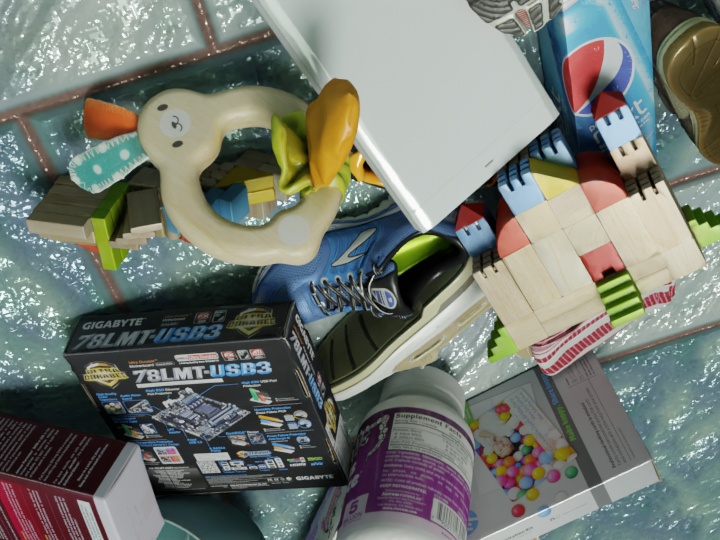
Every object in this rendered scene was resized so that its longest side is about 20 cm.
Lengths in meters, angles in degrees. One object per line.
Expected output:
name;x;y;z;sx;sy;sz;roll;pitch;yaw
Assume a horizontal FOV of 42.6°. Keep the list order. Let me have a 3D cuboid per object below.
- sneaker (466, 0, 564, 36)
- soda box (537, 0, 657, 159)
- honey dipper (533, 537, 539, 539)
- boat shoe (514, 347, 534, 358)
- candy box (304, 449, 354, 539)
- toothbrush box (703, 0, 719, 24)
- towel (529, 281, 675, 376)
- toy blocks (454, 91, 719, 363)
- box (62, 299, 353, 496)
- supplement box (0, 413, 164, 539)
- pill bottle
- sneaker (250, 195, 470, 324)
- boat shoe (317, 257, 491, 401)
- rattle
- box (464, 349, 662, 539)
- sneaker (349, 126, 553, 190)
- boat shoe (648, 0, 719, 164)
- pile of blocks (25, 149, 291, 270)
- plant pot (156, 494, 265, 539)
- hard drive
sneaker;0.071;-0.242;0.571;0.076;0.085;0.201;-25;120;21
soda box;0.170;-0.162;0.673;0.063;0.068;0.201;-19;130;1
honey dipper;0.104;0.313;1.057;0.197;0.038;0.038;-8;130;-5
boat shoe;0.168;0.008;0.791;0.072;0.065;0.202;-36;144;-37
candy box;0.050;0.290;0.976;0.197;0.072;0.169;16;118;-16
toothbrush box;0.315;-0.264;0.620;0.199;0.086;0.146;-34;128;15
towel;0.213;0.041;0.801;0.143;0.023;0.200;-34;160;5
toy blocks;0.148;-0.036;0.670;0.198;0.100;0.137;-28;112;21
box;-0.124;0.116;0.796;0.197;0.050;0.200;-6;130;14
supplement box;-0.275;0.184;0.783;0.197;0.061;0.110;9;131;16
pill bottle;0.044;0.185;0.821;0.111;0.201;0.113;6;131;7
sneaker;0.000;0.000;0.744;0.198;0.090;0.079;-28;128;8
boat shoe;0.040;0.056;0.809;0.199;0.075;0.068;-39;129;22
rattle;-0.105;-0.085;0.588;0.198;0.143;0.132;25;90;2
box;0.160;0.173;0.880;0.198;0.157;0.041;-28;128;9
sneaker;0.062;-0.088;0.700;0.197;0.078;0.079;1;126;-17
boat shoe;0.269;-0.147;0.714;0.073;0.065;0.199;-36;146;16
pile of blocks;-0.139;-0.034;0.686;0.197;0.083;0.063;-9;130;-8
plant pot;-0.161;0.301;0.896;0.197;0.135;0.203;5;104;21
hard drive;0.034;-0.145;0.621;0.132;0.026;0.201;-40;112;-6
